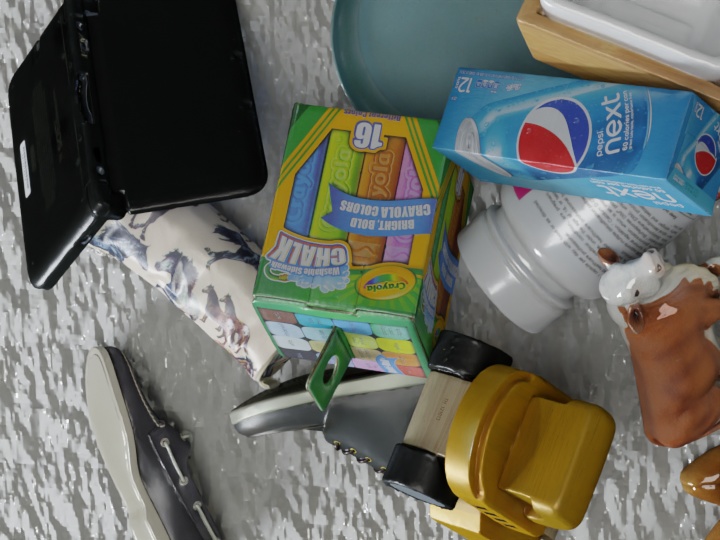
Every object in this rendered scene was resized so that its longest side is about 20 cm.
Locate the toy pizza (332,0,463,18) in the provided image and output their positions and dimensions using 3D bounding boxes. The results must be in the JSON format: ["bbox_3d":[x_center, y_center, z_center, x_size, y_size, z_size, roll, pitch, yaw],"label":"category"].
[{"bbox_3d":[0.026,-0.284,1.659,0.198,0.032,0.202,4,109,11],"label":"toy pizza"}]

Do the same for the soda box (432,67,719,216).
[{"bbox_3d":[0.150,-0.089,1.548,0.199,0.068,0.065,10,77,41],"label":"soda box"}]

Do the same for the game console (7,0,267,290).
[{"bbox_3d":[-0.172,-0.101,1.701,0.116,0.201,0.176,12,140,-31],"label":"game console"}]

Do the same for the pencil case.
[{"bbox_3d":[-0.121,0.001,1.741,0.200,0.078,0.090,40,121,3],"label":"pencil case"}]

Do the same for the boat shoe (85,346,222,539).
[{"bbox_3d":[-0.163,0.150,1.806,0.062,0.073,0.202,-20,93,-26],"label":"boat shoe"}]

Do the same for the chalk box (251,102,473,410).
[{"bbox_3d":[0.000,0.000,1.641,0.123,0.125,0.202,7,71,12],"label":"chalk box"}]

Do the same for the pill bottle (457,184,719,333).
[{"bbox_3d":[0.173,-0.052,1.637,0.200,0.113,0.114,-41,91,18],"label":"pill bottle"}]

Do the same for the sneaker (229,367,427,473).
[{"bbox_3d":[0.001,0.130,1.739,0.198,0.075,0.107,-11,98,15],"label":"sneaker"}]

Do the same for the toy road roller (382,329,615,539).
[{"bbox_3d":[0.123,0.138,1.630,0.145,0.200,0.124,15,77,37],"label":"toy road roller"}]

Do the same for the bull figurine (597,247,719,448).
[{"bbox_3d":[0.234,0.043,1.622,0.120,0.065,0.201,-19,133,-4],"label":"bull figurine"}]

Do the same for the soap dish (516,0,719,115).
[{"bbox_3d":[0.209,-0.202,1.563,0.156,0.201,0.081,22,147,7],"label":"soap dish"}]

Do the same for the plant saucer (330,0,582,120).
[{"bbox_3d":[0.078,-0.171,1.660,0.198,0.027,0.202,3,115,6],"label":"plant saucer"}]

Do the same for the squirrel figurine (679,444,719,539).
[{"bbox_3d":[0.328,0.179,1.612,0.199,0.187,0.142,-34,93,18],"label":"squirrel figurine"}]
